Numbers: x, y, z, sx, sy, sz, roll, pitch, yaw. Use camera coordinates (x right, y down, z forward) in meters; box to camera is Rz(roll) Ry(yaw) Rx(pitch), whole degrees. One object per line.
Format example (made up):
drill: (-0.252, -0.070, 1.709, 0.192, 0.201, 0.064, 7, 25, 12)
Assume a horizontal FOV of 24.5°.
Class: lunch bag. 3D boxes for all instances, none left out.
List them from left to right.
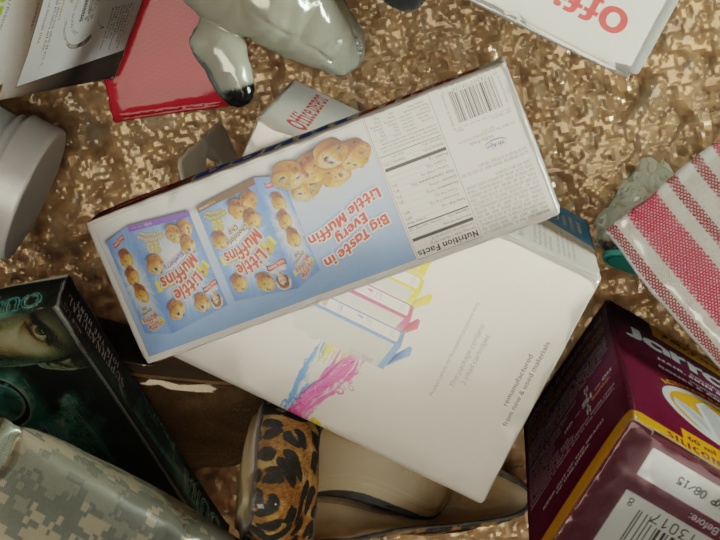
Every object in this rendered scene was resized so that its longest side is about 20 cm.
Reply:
lunch bag: (-0.153, 0.141, 0.779, 0.164, 0.200, 0.118, 34, 76, -24)

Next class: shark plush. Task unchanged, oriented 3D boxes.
shark plush: (-0.080, -0.161, 0.798, 0.200, 0.083, 0.091, 35, 114, -4)

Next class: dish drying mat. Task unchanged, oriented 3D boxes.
dish drying mat: (-0.107, -0.179, 0.843, 0.077, 0.018, 0.200, -7, 103, 6)

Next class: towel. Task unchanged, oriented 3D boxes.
towel: (0.237, -0.023, 0.795, 0.200, 0.030, 0.146, -38, 79, -5)

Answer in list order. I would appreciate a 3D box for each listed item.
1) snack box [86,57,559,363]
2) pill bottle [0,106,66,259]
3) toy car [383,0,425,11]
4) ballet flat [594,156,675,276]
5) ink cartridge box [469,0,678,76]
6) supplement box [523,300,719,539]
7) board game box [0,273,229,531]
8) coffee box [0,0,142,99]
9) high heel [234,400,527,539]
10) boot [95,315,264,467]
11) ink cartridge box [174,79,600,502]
snack box: (-0.017, -0.025, 0.738, 0.200, 0.024, 0.072, -20, 102, 10)
pill bottle: (-0.255, -0.079, 0.837, 0.200, 0.104, 0.104, 25, 105, -2)
toy car: (0.063, -0.190, 0.700, 0.200, 0.158, 0.164, -22, 97, 41)
ballet flat: (0.218, -0.005, 0.836, 0.200, 0.072, 0.072, 22, 105, -2)
ink cartridge box: (0.110, -0.213, 0.779, 0.146, 0.084, 0.200, 27, 105, -1)
supplement box: (0.146, 0.098, 0.795, 0.110, 0.200, 0.086, 31, 104, -3)
board game box: (-0.168, 0.093, 0.860, 0.135, 0.028, 0.200, -13, 130, 16)
coffee box: (-0.189, -0.135, 0.756, 0.113, 0.200, 0.080, 27, 109, 12)
high heel: (0.016, 0.106, 0.814, 0.142, 0.200, 0.072, 9, 91, 5)
boot: (-0.146, 0.063, 0.883, 0.200, 0.074, 0.076, 7, 111, 0)
ink cartridge box: (0.000, 0.000, 0.821, 0.200, 0.129, 0.125, 25, 105, 0)
